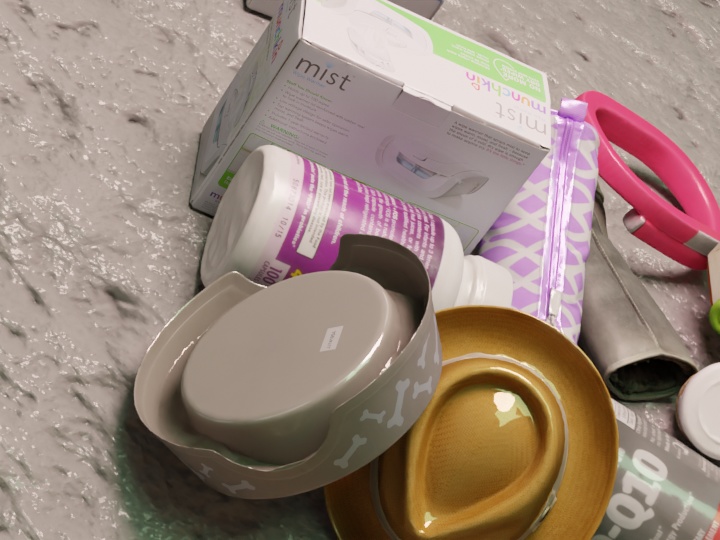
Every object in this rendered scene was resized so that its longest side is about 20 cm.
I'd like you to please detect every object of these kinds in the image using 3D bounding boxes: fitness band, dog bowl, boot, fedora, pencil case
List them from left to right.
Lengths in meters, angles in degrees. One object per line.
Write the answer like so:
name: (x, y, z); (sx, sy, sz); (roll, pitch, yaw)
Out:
dog bowl: (-0.039, 0.062, 1.374); (0.200, 0.200, 0.059); (-79, 148, -51)
fedora: (0.070, 0.118, 1.385); (0.201, 0.201, 0.082); (40, -3, 5)
pencil case: (0.129, -0.020, 1.608); (0.084, 0.086, 0.200); (9, 67, -8)
boot: (0.155, 0.005, 1.689); (0.182, 0.073, 0.200); (6, 53, -32)
fitness band: (0.237, -0.073, 1.810); (0.200, 0.037, 0.144); (27, 30, -44)

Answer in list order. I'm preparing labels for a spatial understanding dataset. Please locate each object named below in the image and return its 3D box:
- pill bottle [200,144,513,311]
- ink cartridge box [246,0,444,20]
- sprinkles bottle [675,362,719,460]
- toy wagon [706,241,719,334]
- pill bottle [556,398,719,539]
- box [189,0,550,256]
pill bottle: (0.000, 0.000, 1.522); (0.200, 0.112, 0.112); (23, 39, -16)
ink cartridge box: (-0.018, -0.283, 1.840); (0.145, 0.084, 0.200); (19, 40, -21)
sprinkles bottle: (0.261, 0.100, 1.575); (0.068, 0.068, 0.200); (42, 2, 8)
toy wagon: (0.350, 0.056, 1.773); (0.200, 0.040, 0.155); (59, 40, -7)
pill bottle: (0.149, 0.140, 1.486); (0.200, 0.114, 0.114); (31, 37, -6)
box: (0.007, -0.093, 1.575); (0.200, 0.177, 0.097); (22, 39, -17)
